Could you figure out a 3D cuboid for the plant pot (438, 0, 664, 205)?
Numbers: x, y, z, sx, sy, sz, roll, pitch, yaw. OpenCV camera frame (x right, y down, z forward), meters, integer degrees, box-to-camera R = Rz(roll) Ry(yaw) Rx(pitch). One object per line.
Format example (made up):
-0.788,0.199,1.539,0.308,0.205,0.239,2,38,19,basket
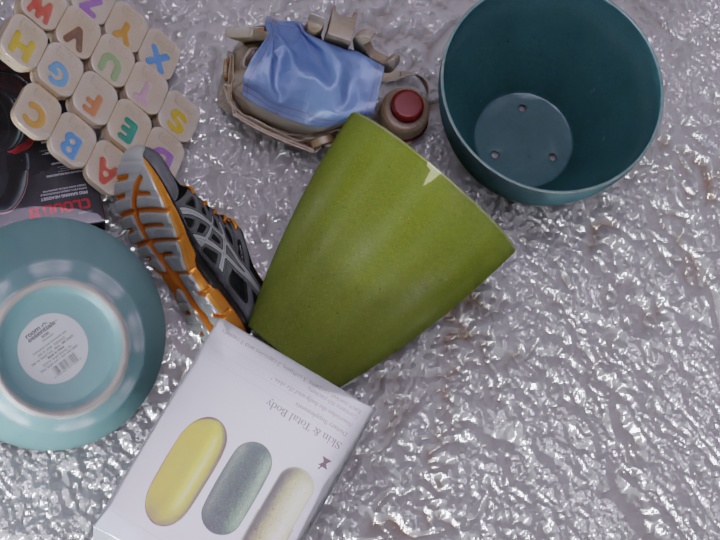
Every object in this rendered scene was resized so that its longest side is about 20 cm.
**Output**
0.160,-0.141,1.795,0.199,0.135,0.202,2,72,-6,plant pot

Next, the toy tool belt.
-0.028,-0.172,1.787,0.199,0.123,0.126,12,71,-4,toy tool belt

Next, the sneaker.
-0.144,-0.028,1.730,0.077,0.078,0.201,-43,117,-30,sneaker

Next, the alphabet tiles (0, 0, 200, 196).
-0.229,-0.167,1.757,0.200,0.015,0.196,40,47,-23,alphabet tiles

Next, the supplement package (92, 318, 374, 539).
-0.108,0.177,1.648,0.151,0.151,0.201,30,71,2,supplement package

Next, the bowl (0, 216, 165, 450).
-0.254,0.059,1.657,0.199,0.105,0.202,-1,95,-14,bowl

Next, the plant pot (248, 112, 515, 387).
0.000,0.000,1.722,0.187,0.187,0.200,40,87,6,plant pot

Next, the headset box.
-0.311,-0.090,1.748,0.148,0.075,0.201,-10,74,-12,headset box
